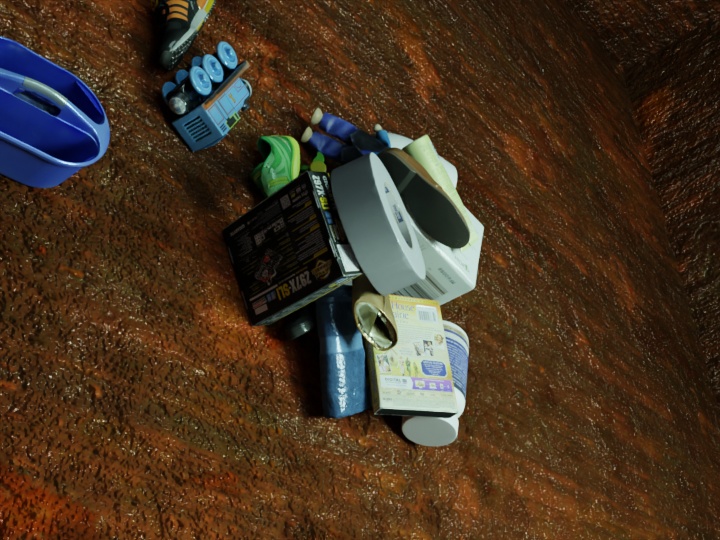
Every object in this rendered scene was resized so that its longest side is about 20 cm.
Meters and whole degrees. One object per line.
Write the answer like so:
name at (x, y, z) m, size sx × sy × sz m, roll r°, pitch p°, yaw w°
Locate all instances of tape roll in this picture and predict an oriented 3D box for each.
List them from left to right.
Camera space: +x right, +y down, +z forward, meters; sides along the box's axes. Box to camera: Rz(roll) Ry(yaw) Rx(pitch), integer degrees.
tape roll at (0.028, -0.068, 1.151) m, size 0.200 × 0.066 × 0.202 m, roll -23°, pitch 90°, yaw -78°

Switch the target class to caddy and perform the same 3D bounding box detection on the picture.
caddy at (-0.400, -0.192, 0.943) m, size 0.199 × 0.105 × 0.143 m, roll 27°, pitch 48°, yaw -41°

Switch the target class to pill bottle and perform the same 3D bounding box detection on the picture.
pill bottle at (0.127, 0.195, 1.366) m, size 0.116 × 0.115 × 0.201 m, roll 41°, pitch 39°, yaw -28°

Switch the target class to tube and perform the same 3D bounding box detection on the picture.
tube at (0.135, -0.126, 1.311) m, size 0.058 × 0.052 × 0.201 m, roll -31°, pitch 94°, yaw -13°

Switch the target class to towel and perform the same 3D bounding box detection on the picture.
towel at (-0.027, 0.123, 1.206) m, size 0.112 × 0.048 × 0.202 m, roll 7°, pitch 79°, yaw -69°

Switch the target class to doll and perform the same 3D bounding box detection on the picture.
doll at (-0.008, -0.214, 1.437) m, size 0.199 × 0.137 × 0.048 m, roll 27°, pitch -7°, yaw 5°

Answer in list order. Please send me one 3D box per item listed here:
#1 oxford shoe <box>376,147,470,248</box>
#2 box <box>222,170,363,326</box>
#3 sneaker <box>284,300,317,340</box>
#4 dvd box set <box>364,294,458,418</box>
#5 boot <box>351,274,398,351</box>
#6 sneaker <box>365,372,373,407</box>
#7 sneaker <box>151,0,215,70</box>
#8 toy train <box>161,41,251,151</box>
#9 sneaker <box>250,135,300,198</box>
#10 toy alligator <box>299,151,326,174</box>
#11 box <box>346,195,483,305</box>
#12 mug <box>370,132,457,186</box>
oxford shoe at (0.109, -0.122, 1.253) m, size 0.200 × 0.071 × 0.071 m, roll 49°, pitch 35°, yaw -3°
box at (-0.104, -0.029, 1.140) m, size 0.049 × 0.199 × 0.161 m, roll -6°, pitch 71°, yaw -52°
sneaker at (-0.090, 0.027, 1.249) m, size 0.105 × 0.060 × 0.200 m, roll 59°, pitch 29°, yaw -8°
dvd box set at (0.076, 0.136, 1.275) m, size 0.145 × 0.029 × 0.202 m, roll 8°, pitch 58°, yaw -27°
boot at (0.000, 0.000, 1.200) m, size 0.175 × 0.066 × 0.201 m, roll 49°, pitch 20°, yaw -26°
sneaker at (0.070, 0.157, 1.322) m, size 0.078 × 0.066 × 0.200 m, roll 33°, pitch 50°, yaw 6°
sneaker at (-0.304, -0.397, 1.258) m, size 0.090 × 0.070 × 0.201 m, roll 32°, pitch 42°, yaw -15°
toy train at (-0.235, -0.279, 1.247) m, size 0.115 × 0.086 × 0.201 m, roll 57°, pitch 31°, yaw -24°
sneaker at (-0.142, -0.135, 1.291) m, size 0.083 × 0.074 × 0.202 m, roll 9°, pitch 58°, yaw -27°
toy alligator at (-0.083, -0.121, 1.365) m, size 0.054 × 0.059 × 0.202 m, roll -2°, pitch 63°, yaw -8°
box at (0.078, -0.047, 1.390) m, size 0.200 × 0.198 × 0.172 m, roll 44°, pitch 38°, yaw -22°
mug at (0.073, -0.197, 1.553) m, size 0.174 × 0.148 × 0.201 m, roll 29°, pitch 22°, yaw -23°
